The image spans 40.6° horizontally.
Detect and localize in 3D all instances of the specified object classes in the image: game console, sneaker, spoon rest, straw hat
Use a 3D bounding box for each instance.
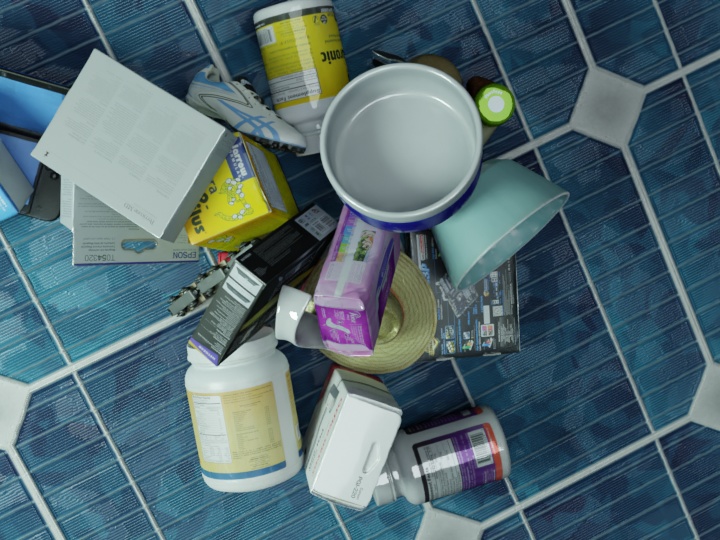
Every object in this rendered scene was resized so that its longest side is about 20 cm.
[{"bbox_3d":[-0.475,-0.170,1.263,0.199,0.118,0.171,15,87,-10],"label":"game console"},{"bbox_3d":[-0.150,-0.215,1.299,0.200,0.072,0.073,31,97,23],"label":"sneaker"},{"bbox_3d":[-0.081,0.076,1.288,0.099,0.200,0.061,20,76,11],"label":"spoon rest"},{"bbox_3d":[0.014,0.060,1.355,0.200,0.085,0.202,0,98,1],"label":"straw hat"}]

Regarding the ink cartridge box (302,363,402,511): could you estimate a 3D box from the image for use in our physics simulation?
[{"bbox_3d":[-0.017,0.224,1.345,0.085,0.200,0.146,20,93,-11],"label":"ink cartridge box"}]

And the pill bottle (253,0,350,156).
[{"bbox_3d":[-0.071,-0.261,1.324,0.111,0.111,0.201,-14,99,-7],"label":"pill bottle"}]

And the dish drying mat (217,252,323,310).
[{"bbox_3d":[-0.107,0.018,1.399,0.199,0.018,0.077,4,97,-10],"label":"dish drying mat"}]

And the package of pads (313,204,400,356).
[{"bbox_3d":[0.000,0.000,1.267,0.075,0.200,0.121,5,140,14],"label":"package of pads"}]

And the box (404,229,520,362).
[{"bbox_3d":[0.149,0.028,1.427,0.158,0.046,0.201,-5,98,-8],"label":"box"}]

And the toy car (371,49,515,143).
[{"bbox_3d":[0.091,-0.231,1.336,0.200,0.164,0.158,37,90,-2],"label":"toy car"}]

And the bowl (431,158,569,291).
[{"bbox_3d":[0.173,-0.075,1.315,0.201,0.201,0.105,-39,79,-3],"label":"bowl"}]

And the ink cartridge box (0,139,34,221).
[{"bbox_3d":[-0.547,-0.108,1.237,0.200,0.084,0.146,-23,118,10],"label":"ink cartridge box"}]

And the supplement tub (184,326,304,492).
[{"bbox_3d":[-0.162,0.189,1.346,0.144,0.145,0.201,-10,98,-8],"label":"supplement tub"}]

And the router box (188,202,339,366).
[{"bbox_3d":[-0.121,0.015,1.259,0.052,0.200,0.157,38,125,7],"label":"router box"}]

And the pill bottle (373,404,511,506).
[{"bbox_3d":[0.108,0.275,1.418,0.199,0.111,0.112,-15,99,-7],"label":"pill bottle"}]

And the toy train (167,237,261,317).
[{"bbox_3d":[-0.197,0.010,1.328,0.200,0.046,0.034,-34,92,34],"label":"toy train"}]

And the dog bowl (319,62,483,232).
[{"bbox_3d":[0.053,-0.151,1.211,0.199,0.079,0.201,-2,77,7],"label":"dog bowl"}]

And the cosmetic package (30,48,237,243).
[{"bbox_3d":[-0.270,-0.148,1.160,0.200,0.052,0.151,32,89,12],"label":"cosmetic package"}]

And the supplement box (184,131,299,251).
[{"bbox_3d":[-0.160,-0.096,1.266,0.109,0.200,0.109,-23,85,7],"label":"supplement box"}]

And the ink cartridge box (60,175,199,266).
[{"bbox_3d":[-0.301,-0.109,1.291,0.196,0.043,0.201,-2,98,-44],"label":"ink cartridge box"}]
